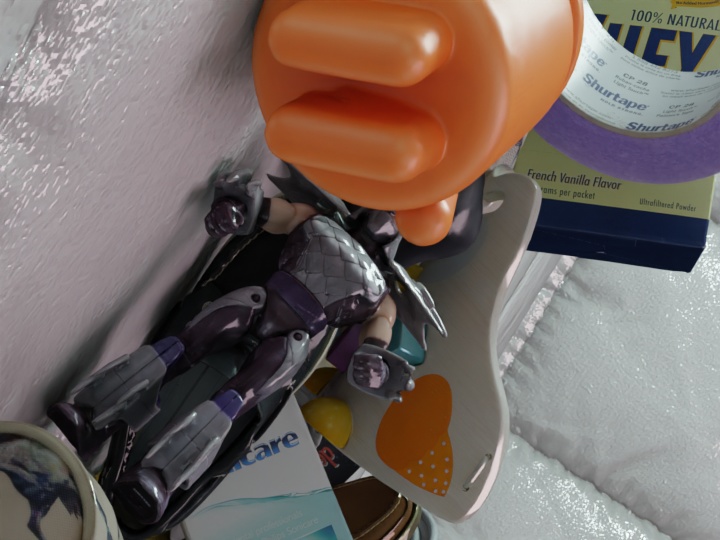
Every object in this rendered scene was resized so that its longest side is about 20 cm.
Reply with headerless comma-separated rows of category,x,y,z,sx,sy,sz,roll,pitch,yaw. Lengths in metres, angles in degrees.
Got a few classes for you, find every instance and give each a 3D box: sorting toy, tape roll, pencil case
sorting toy,0.051,0.024,1.002,0.181,0.106,0.200,-61,-176,4
tape roll,0.172,-0.158,1.019,0.085,0.199,0.201,-46,166,-46
pencil case,-0.136,0.124,0.709,0.078,0.089,0.200,-60,170,-21

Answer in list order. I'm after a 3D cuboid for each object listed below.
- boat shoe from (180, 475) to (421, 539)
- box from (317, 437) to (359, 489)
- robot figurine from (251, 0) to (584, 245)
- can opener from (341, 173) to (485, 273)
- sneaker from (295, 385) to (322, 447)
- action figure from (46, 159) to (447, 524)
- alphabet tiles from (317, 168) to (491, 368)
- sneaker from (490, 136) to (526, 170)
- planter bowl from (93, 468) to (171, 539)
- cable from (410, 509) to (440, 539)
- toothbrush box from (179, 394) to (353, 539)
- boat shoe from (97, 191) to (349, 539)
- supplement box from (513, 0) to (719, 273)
boat shoe,-0.056,0.184,1.149,0.199,0.072,0.068,-29,122,-5
box,-0.006,0.105,1.250,0.200,0.038,0.137,-45,-175,7
robot figurine,0.028,-0.095,0.740,0.116,0.144,0.200,-29,-173,31
can opener,-0.011,-0.004,0.931,0.200,0.078,0.064,-44,-147,15
sneaker,-0.031,0.067,1.172,0.200,0.074,0.087,-47,180,-19
action figure,-0.041,0.026,0.782,0.200,0.130,0.069,-41,166,-22
alphabet tiles,0.000,0.000,1.025,0.200,0.015,0.196,-42,158,-5
sneaker,0.067,-0.049,1.128,0.200,0.076,0.086,87,7,-73
planter bowl,-0.143,0.204,0.941,0.201,0.083,0.201,-55,170,-15
cable,-0.032,0.236,1.220,0.199,0.070,0.200,-11,-159,31
toothbrush box,-0.040,0.182,0.972,0.085,0.201,0.146,-23,171,-9
boat shoe,-0.069,0.050,0.847,0.200,0.074,0.066,-51,-178,11
supplement box,0.186,-0.113,1.232,0.200,0.133,0.202,32,65,-81
